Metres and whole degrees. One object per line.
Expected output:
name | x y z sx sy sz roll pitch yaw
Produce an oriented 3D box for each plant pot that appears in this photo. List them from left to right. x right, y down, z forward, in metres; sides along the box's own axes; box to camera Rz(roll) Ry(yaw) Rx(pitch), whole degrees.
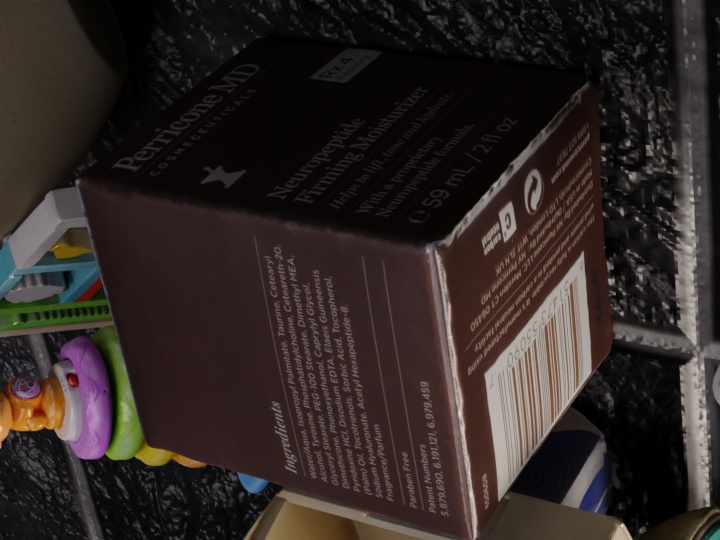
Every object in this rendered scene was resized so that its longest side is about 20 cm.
plant pot | -0.205 -0.120 0.837 0.134 0.201 0.201 -24 109 7

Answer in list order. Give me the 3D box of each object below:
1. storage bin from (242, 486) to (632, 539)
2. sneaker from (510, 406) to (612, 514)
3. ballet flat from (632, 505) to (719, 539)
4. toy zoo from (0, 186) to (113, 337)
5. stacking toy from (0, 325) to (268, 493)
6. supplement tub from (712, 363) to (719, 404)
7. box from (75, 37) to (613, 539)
storage bin | 0.057 0.205 0.816 0.199 0.094 0.200 9 135 34
sneaker | 0.062 0.133 0.886 0.198 0.081 0.116 6 129 41
ballet flat | 0.151 0.196 0.870 0.070 0.071 0.201 24 132 21
toy zoo | -0.147 -0.010 0.896 0.200 0.130 0.021 -37 66 46
stacking toy | -0.139 0.070 0.887 0.110 0.199 0.117 -60 44 48
supplement tub | 0.259 0.053 0.638 0.199 0.123 0.123 32 135 14
box | 0.000 0.000 0.762 0.199 0.166 0.165 11 128 30
